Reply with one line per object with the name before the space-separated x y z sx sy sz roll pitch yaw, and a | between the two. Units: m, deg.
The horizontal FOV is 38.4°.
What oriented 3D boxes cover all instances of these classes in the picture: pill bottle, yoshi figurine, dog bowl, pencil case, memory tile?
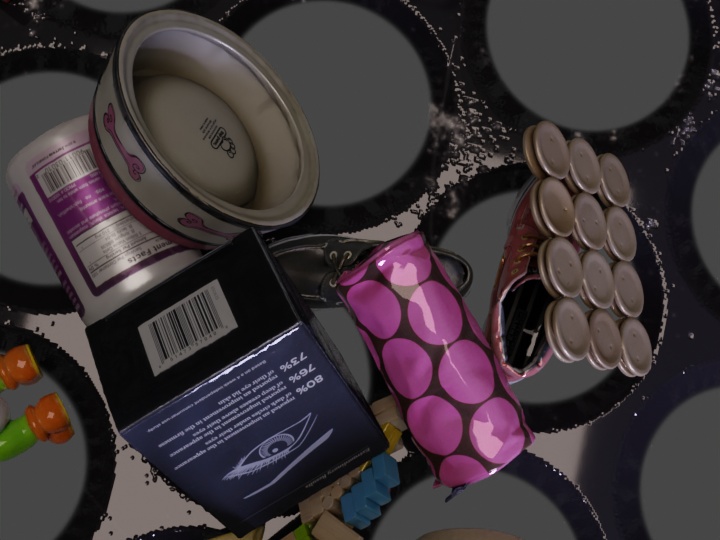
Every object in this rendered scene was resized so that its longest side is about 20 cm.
pill bottle | -0.195 -0.018 0.846 0.112 0.112 0.201 -29 86 -7
yoshi figurine | -0.341 0.146 0.841 0.199 0.112 0.113 -29 126 -20
dog bowl | -0.130 -0.106 0.833 0.074 0.200 0.201 -34 85 35
pencil case | 0.054 0.073 0.818 0.093 0.091 0.201 -26 90 38
memory tile | 0.190 -0.016 0.862 0.152 0.017 0.202 14 67 -45

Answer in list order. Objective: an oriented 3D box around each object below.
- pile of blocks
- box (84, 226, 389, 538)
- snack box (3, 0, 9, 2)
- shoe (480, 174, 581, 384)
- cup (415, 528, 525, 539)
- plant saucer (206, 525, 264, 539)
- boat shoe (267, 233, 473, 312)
pile of blocks | -0.005 0.202 0.851 0.082 0.062 0.201 29 82 46
box | -0.086 0.091 0.781 0.147 0.201 0.105 -30 50 -1
snack box | -0.349 -0.354 0.907 0.199 0.053 0.143 36 81 1
shoe | 0.153 -0.001 0.876 0.071 0.091 0.202 20 82 -1
cup | 0.087 0.287 0.804 0.198 0.201 0.144 9 58 -2
plant saucer | -0.168 0.267 0.761 0.198 0.200 0.049 -18 94 3
boat shoe | 0.000 0.000 0.883 0.198 0.057 0.069 0 83 -4
